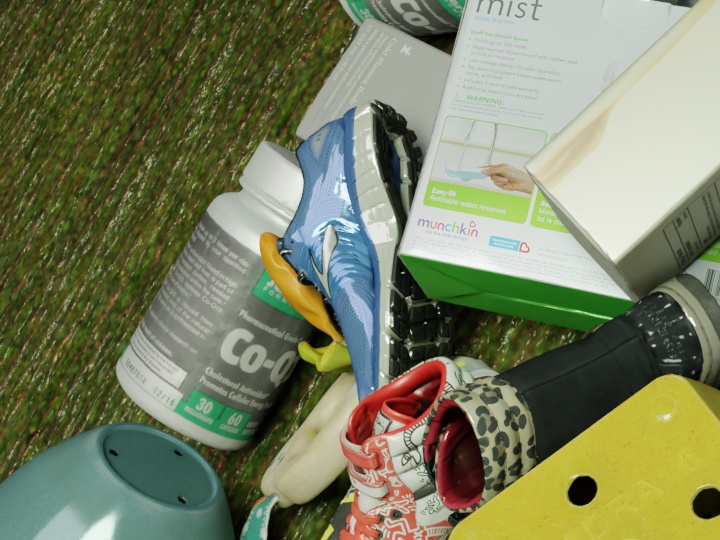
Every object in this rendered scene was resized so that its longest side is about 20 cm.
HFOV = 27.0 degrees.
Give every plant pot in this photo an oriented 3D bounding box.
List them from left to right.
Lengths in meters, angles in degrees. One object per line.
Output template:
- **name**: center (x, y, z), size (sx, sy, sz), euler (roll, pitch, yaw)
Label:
- **plant pot**: center (-0.162, 0.183, 1.005), size (0.135, 0.199, 0.200), euler (-61, 40, 20)
- **plant pot**: center (0.154, 0.170, 0.699), size (0.199, 0.176, 0.200), euler (-37, 46, 5)

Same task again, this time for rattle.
- **rattle**: center (-0.065, 0.100, 1.007), size (0.200, 0.142, 0.131), euler (-46, 24, 29)

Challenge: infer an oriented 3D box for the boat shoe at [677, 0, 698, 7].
- **boat shoe**: center (0.249, -0.211, 0.930), size (0.199, 0.069, 0.057), euler (-11, 35, 44)

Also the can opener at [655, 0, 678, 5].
- **can opener**: center (0.205, -0.159, 0.898), size (0.054, 0.067, 0.200), euler (-64, 13, -17)

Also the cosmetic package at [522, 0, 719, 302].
- **cosmetic package**: center (0.183, -0.083, 0.748), size (0.200, 0.105, 0.071), euler (-42, 68, 3)

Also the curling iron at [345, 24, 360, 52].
- **curling iron**: center (-0.013, -0.132, 1.166), size (0.050, 0.025, 0.201), euler (132, 159, -76)

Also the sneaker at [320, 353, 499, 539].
- **sneaker**: center (0.030, 0.142, 0.964), size (0.200, 0.075, 0.076), euler (-51, 22, 8)

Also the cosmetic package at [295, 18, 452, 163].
- **cosmetic package**: center (0.056, -0.087, 1.034), size (0.107, 0.090, 0.200), euler (-57, 39, 0)

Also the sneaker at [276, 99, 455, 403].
- **sneaker**: center (0.000, 0.000, 0.940), size (0.089, 0.078, 0.202), euler (-17, 72, 31)

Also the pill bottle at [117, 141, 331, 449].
- **pill bottle**: center (-0.081, 0.017, 1.079), size (0.113, 0.113, 0.201), euler (40, 102, 48)

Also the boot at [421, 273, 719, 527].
- **boot**: center (0.100, 0.093, 0.788), size (0.074, 0.153, 0.204), euler (56, 155, 27)

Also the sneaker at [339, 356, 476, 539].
- **sneaker**: center (0.010, 0.141, 0.878), size (0.201, 0.108, 0.067), euler (-46, 28, 4)

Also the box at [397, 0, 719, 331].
- **box**: center (0.143, -0.060, 0.862), size (0.199, 0.097, 0.178), euler (11, 75, 16)

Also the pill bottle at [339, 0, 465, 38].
- **pill bottle**: center (0.077, -0.225, 1.047), size (0.199, 0.113, 0.114), euler (3, 71, 55)
